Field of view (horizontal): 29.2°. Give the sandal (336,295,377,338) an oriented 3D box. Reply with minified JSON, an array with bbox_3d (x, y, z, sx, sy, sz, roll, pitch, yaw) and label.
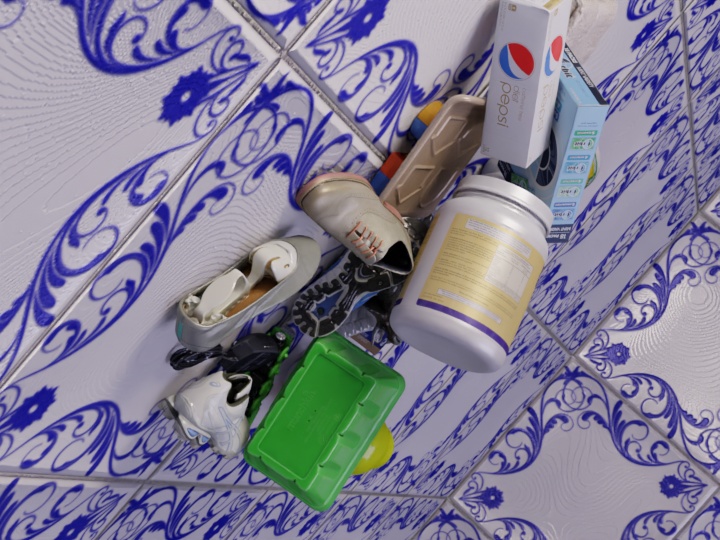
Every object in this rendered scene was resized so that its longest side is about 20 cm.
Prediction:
[{"bbox_3d":[0.011,0.045,1.826,0.202,0.083,0.050,-6,180,-39],"label":"sandal"}]

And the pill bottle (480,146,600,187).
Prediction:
[{"bbox_3d":[0.239,-0.128,1.932,0.200,0.113,0.113,-33,157,-38],"label":"pill bottle"}]

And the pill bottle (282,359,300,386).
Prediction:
[{"bbox_3d":[-0.048,0.179,1.900,0.111,0.111,0.200,-47,163,-5],"label":"pill bottle"}]

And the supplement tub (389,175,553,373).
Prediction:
[{"bbox_3d":[0.135,0.004,1.628,0.145,0.145,0.201,73,40,-70],"label":"supplement tub"}]

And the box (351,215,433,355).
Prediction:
[{"bbox_3d":[0.057,0.021,1.914,0.200,0.032,0.121,-50,151,0],"label":"box"}]

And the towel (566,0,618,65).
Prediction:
[{"bbox_3d":[0.256,-0.271,1.804,0.200,0.034,0.132,-57,161,24],"label":"towel"}]

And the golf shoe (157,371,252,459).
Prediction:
[{"bbox_3d":[-0.158,0.168,1.652,0.097,0.078,0.200,-39,164,4],"label":"golf shoe"}]

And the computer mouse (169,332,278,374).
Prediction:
[{"bbox_3d":[-0.159,0.093,1.600,0.059,0.034,0.200,-33,163,21],"label":"computer mouse"}]

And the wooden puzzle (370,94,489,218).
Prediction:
[{"bbox_3d":[0.086,-0.141,1.665,0.200,0.046,0.185,-50,163,19],"label":"wooden puzzle"}]

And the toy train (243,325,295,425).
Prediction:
[{"bbox_3d":[-0.131,0.146,1.755,0.056,0.042,0.200,-40,163,-55],"label":"toy train"}]

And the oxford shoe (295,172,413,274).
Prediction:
[{"bbox_3d":[0.003,-0.051,1.541,0.071,0.074,0.200,-41,146,18],"label":"oxford shoe"}]

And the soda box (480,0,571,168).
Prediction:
[{"bbox_3d":[0.189,-0.224,1.583,0.068,0.063,0.201,-42,145,-47],"label":"soda box"}]

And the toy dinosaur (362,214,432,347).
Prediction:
[{"bbox_3d":[0.048,-0.009,1.774,0.102,0.201,0.077,-12,152,36],"label":"toy dinosaur"}]

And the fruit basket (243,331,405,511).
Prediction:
[{"bbox_3d":[-0.036,0.193,1.739,0.216,0.155,0.216,-54,167,-18],"label":"fruit basket"}]

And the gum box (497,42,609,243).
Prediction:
[{"bbox_3d":[0.232,-0.164,1.701,0.044,0.170,0.201,-3,130,-16],"label":"gum box"}]

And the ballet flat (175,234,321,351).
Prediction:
[{"bbox_3d":[-0.115,0.012,1.467,0.200,0.067,0.064,-39,153,-28],"label":"ballet flat"}]

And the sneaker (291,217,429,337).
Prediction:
[{"bbox_3d":[0.000,0.000,1.707,0.200,0.079,0.089,-36,-173,7],"label":"sneaker"}]
